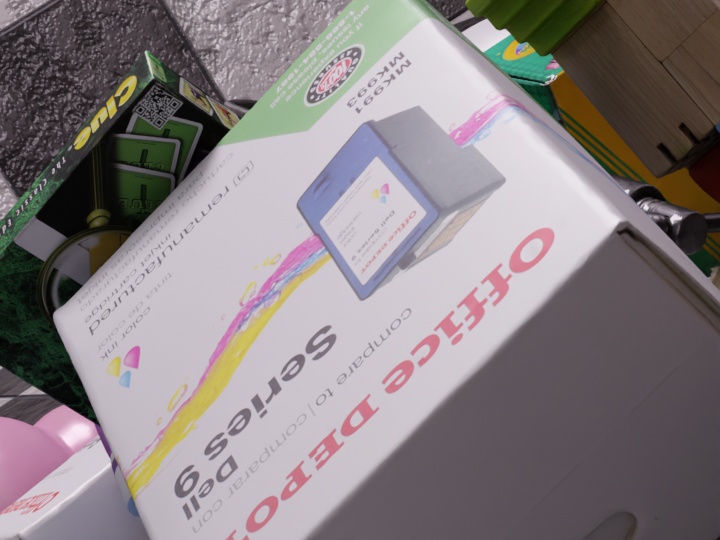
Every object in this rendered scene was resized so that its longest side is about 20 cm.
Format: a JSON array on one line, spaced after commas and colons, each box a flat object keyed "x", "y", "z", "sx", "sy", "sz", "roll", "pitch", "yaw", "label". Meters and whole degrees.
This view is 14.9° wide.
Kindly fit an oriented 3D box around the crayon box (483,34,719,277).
[{"x": 0.149, "y": -0.080, "z": 1.142, "sx": 0.200, "sy": 0.119, "sz": 0.058, "roll": -35, "pitch": 28, "yaw": -24, "label": "crayon box"}]

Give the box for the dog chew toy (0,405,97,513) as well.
[{"x": -0.164, "y": 0.120, "z": 1.181, "sx": 0.200, "sy": 0.125, "sz": 0.125, "roll": -26, "pitch": 4, "yaw": -26, "label": "dog chew toy"}]

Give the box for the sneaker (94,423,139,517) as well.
[{"x": 0.000, "y": 0.000, "z": 0.933, "sx": 0.200, "sy": 0.114, "sz": 0.073, "roll": -15, "pitch": -27, "yaw": -11, "label": "sneaker"}]

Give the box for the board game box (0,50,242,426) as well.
[{"x": -0.022, "y": 0.025, "z": 0.856, "sx": 0.105, "sy": 0.200, "sz": 0.023, "roll": -47, "pitch": 30, "yaw": 18, "label": "board game box"}]

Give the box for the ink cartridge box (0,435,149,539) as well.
[{"x": -0.040, "y": 0.072, "z": 1.022, "sx": 0.200, "sy": 0.084, "sz": 0.146, "roll": -38, "pitch": 4, "yaw": -18, "label": "ink cartridge box"}]

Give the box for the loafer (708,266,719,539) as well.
[{"x": 0.110, "y": 0.038, "z": 0.755, "sx": 0.067, "sy": 0.076, "sz": 0.200, "roll": -24, "pitch": 9, "yaw": 11, "label": "loafer"}]

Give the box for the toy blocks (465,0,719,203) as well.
[{"x": 0.133, "y": -0.061, "z": 0.878, "sx": 0.100, "sy": 0.137, "sz": 0.200, "roll": -44, "pitch": -11, "yaw": 27, "label": "toy blocks"}]

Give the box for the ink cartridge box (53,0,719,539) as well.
[{"x": 0.011, "y": 0.024, "z": 0.730, "sx": 0.145, "sy": 0.087, "sz": 0.200, "roll": -46, "pitch": 29, "yaw": 7, "label": "ink cartridge box"}]

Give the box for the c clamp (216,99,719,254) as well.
[{"x": 0.031, "y": -0.032, "z": 0.932, "sx": 0.171, "sy": 0.027, "sz": 0.200, "roll": -2, "pitch": 15, "yaw": -43, "label": "c clamp"}]

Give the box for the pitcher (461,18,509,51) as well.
[{"x": 0.065, "y": -0.042, "z": 1.354, "sx": 0.200, "sy": 0.121, "sz": 0.172, "roll": -40, "pitch": -13, "yaw": 30, "label": "pitcher"}]
